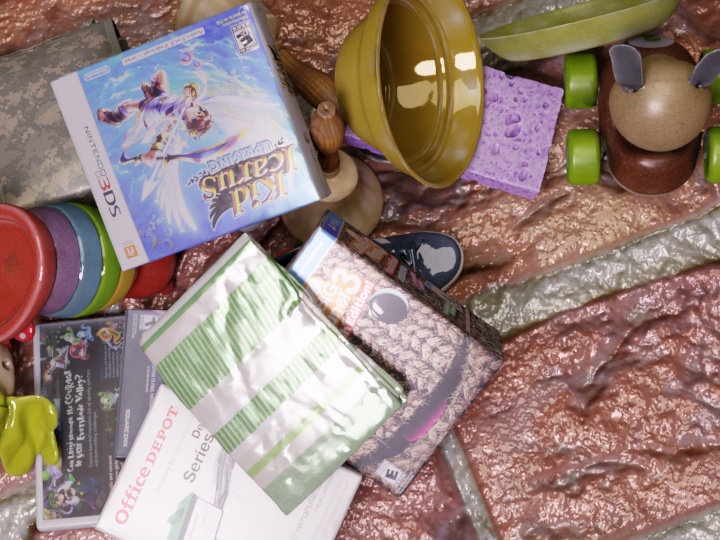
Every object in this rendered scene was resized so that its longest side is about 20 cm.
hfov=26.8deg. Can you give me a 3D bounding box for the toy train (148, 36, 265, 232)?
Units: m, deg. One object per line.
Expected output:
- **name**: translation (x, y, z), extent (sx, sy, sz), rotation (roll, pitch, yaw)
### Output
- **toy train**: translation (-0.146, -0.127, 1.436), extent (0.085, 0.114, 0.200), rotation (-28, 112, 17)

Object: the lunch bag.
- **lunch bag**: translation (-0.287, -0.138, 1.481), extent (0.163, 0.118, 0.201), rotation (-20, 68, -1)

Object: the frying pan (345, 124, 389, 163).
- **frying pan**: translation (0.064, -0.142, 1.501), extent (0.190, 0.031, 0.115), rotation (36, 81, 17)

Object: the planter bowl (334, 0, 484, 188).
- **planter bowl**: translation (0.033, -0.174, 1.394), extent (0.083, 0.200, 0.201), rotation (-2, 71, 32)

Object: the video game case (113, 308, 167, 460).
- **video game case**: translation (-0.127, 0.111, 1.424), extent (0.199, 0.019, 0.144), rotation (2, 73, -1)

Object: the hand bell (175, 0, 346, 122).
- **hand bell**: translation (-0.076, -0.206, 1.469), extent (0.200, 0.104, 0.104), rotation (39, 80, 24)

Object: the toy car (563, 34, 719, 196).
- **toy car**: translation (0.275, -0.169, 1.397), extent (0.163, 0.200, 0.159), rotation (-1, 73, 5)

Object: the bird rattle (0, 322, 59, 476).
- **bird rattle**: translation (-0.367, 0.103, 1.421), extent (0.163, 0.112, 0.201), rotation (-30, 64, 24)

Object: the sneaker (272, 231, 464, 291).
- **sneaker**: translation (0.000, 0.000, 1.432), extent (0.199, 0.085, 0.075), rotation (-13, 72, 1)

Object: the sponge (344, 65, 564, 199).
- **sponge**: translation (0.089, -0.151, 1.473), extent (0.199, 0.030, 0.112), rotation (17, 76, -1)

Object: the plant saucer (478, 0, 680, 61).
- **plant saucer**: translation (0.212, -0.233, 1.442), extent (0.199, 0.200, 0.031), rotation (-14, 103, 1)

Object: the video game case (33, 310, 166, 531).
- **video game case**: translation (-0.220, 0.140, 1.443), extent (0.181, 0.023, 0.201), rotation (-6, 74, 3)

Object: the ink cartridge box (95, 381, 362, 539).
- **ink cartridge box**: translation (-0.118, 0.203, 1.353), extent (0.199, 0.084, 0.147), rotation (24, 87, -1)

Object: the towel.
- **towel**: translation (-0.078, 0.087, 1.294), extent (0.153, 0.023, 0.200), rotation (-43, 90, 11)

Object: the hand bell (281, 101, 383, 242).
- **hand bell**: translation (-0.030, -0.102, 1.400), extent (0.103, 0.200, 0.105), rotation (0, 70, 1)

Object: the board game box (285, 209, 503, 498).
- **board game box**: translation (0.002, 0.072, 1.351), extent (0.200, 0.097, 0.160), rotation (35, 101, -4)

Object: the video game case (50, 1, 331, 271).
- **video game case**: translation (-0.150, -0.117, 1.336), extent (0.199, 0.045, 0.182), rotation (-19, 96, 14)

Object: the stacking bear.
- **stacking bear**: translation (-0.256, -0.008, 1.411), extent (0.113, 0.200, 0.122), rotation (-29, 74, 35)
